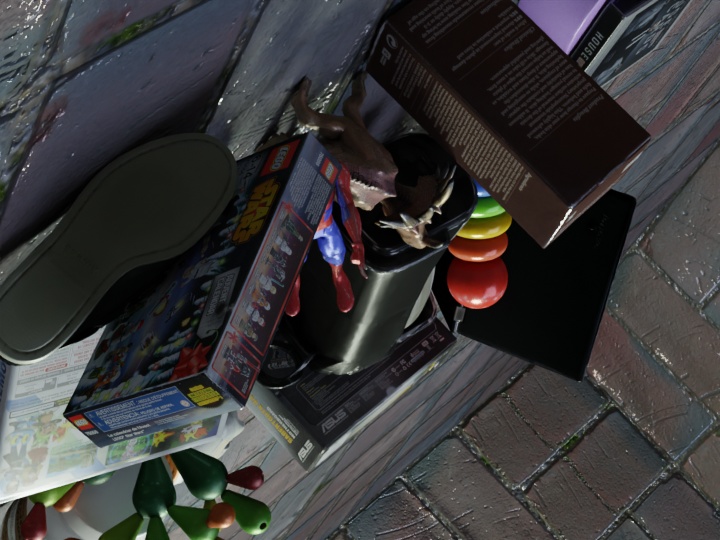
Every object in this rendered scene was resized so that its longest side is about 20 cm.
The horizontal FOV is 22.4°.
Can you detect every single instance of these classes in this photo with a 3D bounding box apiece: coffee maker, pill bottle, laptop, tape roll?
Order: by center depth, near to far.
[{"bbox_3d":[-0.225,0.204,1.508,0.114,0.115,0.200,-38,176,-32],"label":"pill bottle"},{"bbox_3d":[0.000,0.000,1.548,0.193,0.134,0.200,-54,171,-29],"label":"coffee maker"},{"bbox_3d":[0.232,-0.279,1.630,0.200,0.066,0.200,-42,169,-10],"label":"tape roll"},{"bbox_3d":[0.152,-0.030,1.714,0.200,0.115,0.189,-113,-146,-62],"label":"laptop"}]

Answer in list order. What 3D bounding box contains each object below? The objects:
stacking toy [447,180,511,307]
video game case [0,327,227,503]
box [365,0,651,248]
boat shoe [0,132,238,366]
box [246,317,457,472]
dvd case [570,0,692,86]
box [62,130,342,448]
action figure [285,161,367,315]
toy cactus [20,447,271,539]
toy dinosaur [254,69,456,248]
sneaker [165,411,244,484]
[{"bbox_3d":[0.105,-0.061,1.614,0.085,0.085,0.202,-31,126,-50],"label":"stacking toy"},{"bbox_3d":[-0.167,0.071,1.284,0.199,0.022,0.183,-14,136,-36],"label":"video game case"},{"bbox_3d":[0.110,-0.127,1.374,0.100,0.200,0.075,-38,167,-28],"label":"box"},{"bbox_3d":[-0.159,-0.010,1.153,0.200,0.074,0.066,-49,-178,-23],"label":"boat shoe"},{"bbox_3d":[-0.030,0.069,1.691,0.200,0.158,0.048,-37,167,-37],"label":"box"},{"bbox_3d":[0.252,-0.224,1.672,0.200,0.025,0.151,-35,165,-41],"label":"dvd case"},{"bbox_3d":[-0.099,0.011,1.157,0.136,0.040,0.201,-18,-142,40],"label":"box"},{"bbox_3d":[-0.031,-0.007,1.288,0.065,0.100,0.201,-6,148,-2],"label":"action figure"},{"bbox_3d":[-0.161,0.149,1.396,0.198,0.166,0.102,4,149,-16],"label":"toy cactus"},{"bbox_3d":[0.003,-0.072,1.355,0.086,0.136,0.200,-48,168,19],"label":"toy dinosaur"},{"bbox_3d":[-0.155,0.150,1.608,0.091,0.076,0.200,-23,-177,-21],"label":"sneaker"}]
